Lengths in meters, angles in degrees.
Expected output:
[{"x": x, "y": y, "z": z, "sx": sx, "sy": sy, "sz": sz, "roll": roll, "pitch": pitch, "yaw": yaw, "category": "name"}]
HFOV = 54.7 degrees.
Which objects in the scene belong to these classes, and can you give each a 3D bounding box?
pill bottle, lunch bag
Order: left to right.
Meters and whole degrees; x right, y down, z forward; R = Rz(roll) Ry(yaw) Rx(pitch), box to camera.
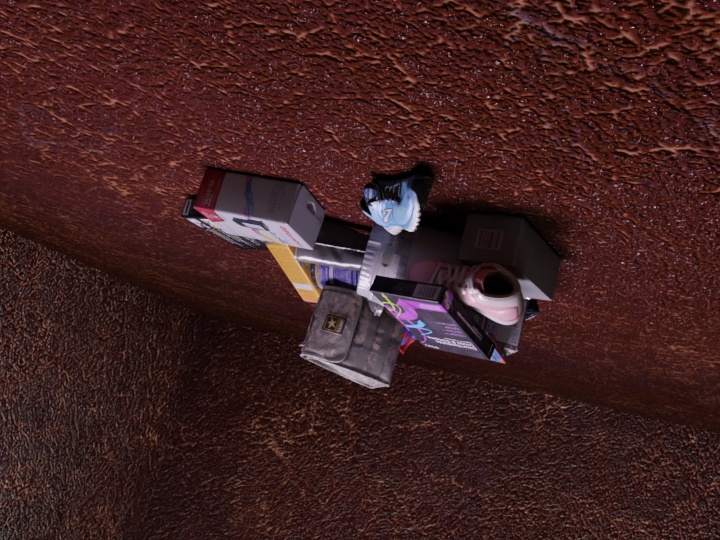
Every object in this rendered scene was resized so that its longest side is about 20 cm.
[{"x": -0.018, "y": 0.139, "z": 1.482, "sx": 0.199, "sy": 0.165, "sz": 0.117, "roll": 24, "pitch": 160, "yaw": -16, "category": "lunch bag"}, {"x": 0.000, "y": 0.000, "z": 1.512, "sx": 0.198, "sy": 0.113, "sz": 0.112, "roll": 9, "pitch": 166, "yaw": 28, "category": "pill bottle"}]

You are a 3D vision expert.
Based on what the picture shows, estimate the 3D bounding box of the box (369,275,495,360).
[{"x": 0.122, "y": 0.080, "z": 1.158, "sx": 0.142, "sy": 0.036, "sz": 0.200, "roll": 8, "pitch": 154, "yaw": 42, "category": "box"}]

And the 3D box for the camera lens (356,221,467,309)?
[{"x": 0.106, "y": -0.002, "z": 1.259, "sx": 0.198, "sy": 0.161, "sz": 0.160, "roll": 15, "pitch": 168, "yaw": 4, "category": "camera lens"}]

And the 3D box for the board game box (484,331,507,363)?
[{"x": 0.215, "y": 0.139, "z": 1.327, "sx": 0.102, "sy": 0.020, "sz": 0.200, "roll": 12, "pitch": 166, "yaw": 23, "category": "board game box"}]

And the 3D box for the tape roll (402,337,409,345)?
[{"x": 0.042, "y": 0.106, "z": 1.724, "sx": 0.198, "sy": 0.086, "sz": 0.201, "roll": 2, "pitch": -151, "yaw": -1, "category": "tape roll"}]

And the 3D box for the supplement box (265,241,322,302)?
[{"x": -0.131, "y": -0.015, "z": 1.562, "sx": 0.068, "sy": 0.067, "sz": 0.201, "roll": 6, "pitch": 142, "yaw": 36, "category": "supplement box"}]

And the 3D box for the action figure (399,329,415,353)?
[{"x": 0.133, "y": 0.084, "z": 1.599, "sx": 0.099, "sy": 0.200, "sz": 0.065, "roll": 49, "pitch": 171, "yaw": -26, "category": "action figure"}]

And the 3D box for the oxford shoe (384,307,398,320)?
[{"x": 0.093, "y": 0.059, "z": 1.371, "sx": 0.071, "sy": 0.072, "sz": 0.200, "roll": 28, "pitch": -167, "yaw": -2, "category": "oxford shoe"}]

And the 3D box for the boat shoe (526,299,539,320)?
[{"x": 0.299, "y": 0.114, "z": 1.508, "sx": 0.199, "sy": 0.063, "sz": 0.074, "roll": -33, "pitch": 153, "yaw": 16, "category": "boat shoe"}]

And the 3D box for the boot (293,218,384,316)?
[{"x": -0.033, "y": -0.012, "z": 1.374, "sx": 0.198, "sy": 0.183, "sz": 0.073, "roll": 12, "pitch": 154, "yaw": -5, "category": "boot"}]

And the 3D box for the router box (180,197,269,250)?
[{"x": -0.274, "y": -0.101, "z": 1.546, "sx": 0.148, "sy": 0.052, "sz": 0.200, "roll": 5, "pitch": 164, "yaw": 35, "category": "router box"}]

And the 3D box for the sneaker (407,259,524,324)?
[{"x": 0.166, "y": 0.015, "z": 1.105, "sx": 0.199, "sy": 0.076, "sz": 0.105, "roll": 21, "pitch": 159, "yaw": 19, "category": "sneaker"}]

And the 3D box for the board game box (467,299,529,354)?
[{"x": 0.229, "y": 0.065, "z": 1.404, "sx": 0.198, "sy": 0.161, "sz": 0.097, "roll": 16, "pitch": 167, "yaw": 1, "category": "board game box"}]

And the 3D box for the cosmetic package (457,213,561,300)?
[{"x": 0.256, "y": -0.019, "z": 1.183, "sx": 0.106, "sy": 0.091, "sz": 0.200, "roll": 8, "pitch": 168, "yaw": 34, "category": "cosmetic package"}]

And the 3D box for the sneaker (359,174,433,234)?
[{"x": 0.047, "y": -0.105, "z": 1.083, "sx": 0.089, "sy": 0.079, "sz": 0.200, "roll": 22, "pitch": 166, "yaw": -12, "category": "sneaker"}]

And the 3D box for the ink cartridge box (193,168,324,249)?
[{"x": -0.187, "y": -0.114, "z": 1.312, "sx": 0.198, "sy": 0.084, "sz": 0.146, "roll": 12, "pitch": 166, "yaw": 20, "category": "ink cartridge box"}]
